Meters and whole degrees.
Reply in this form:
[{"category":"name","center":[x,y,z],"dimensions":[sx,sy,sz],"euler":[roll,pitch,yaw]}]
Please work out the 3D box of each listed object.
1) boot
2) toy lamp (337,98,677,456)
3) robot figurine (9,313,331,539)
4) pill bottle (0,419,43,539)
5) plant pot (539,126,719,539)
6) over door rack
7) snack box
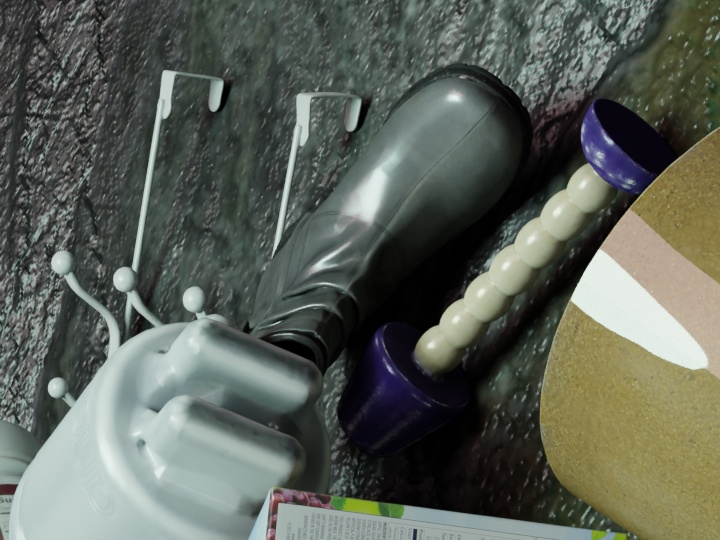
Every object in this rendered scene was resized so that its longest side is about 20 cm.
[{"category":"boot","center":[0.000,0.000,1.357],"dimensions":[0.200,0.070,0.132],"euler":[-49,6,43]},{"category":"toy lamp","center":[0.061,0.008,1.331],"dimensions":[0.200,0.058,0.058],"euler":[-50,40,24]},{"category":"robot figurine","center":[-0.086,0.099,1.284],"dimensions":[0.200,0.113,0.170],"euler":[-50,18,49]},{"category":"pill bottle","center":[-0.188,0.179,1.514],"dimensions":[0.114,0.114,0.200],"euler":[-49,40,24]},{"category":"plant pot","center":[0.198,0.063,1.048],"dimensions":[0.200,0.186,0.187],"euler":[41,105,39]},{"category":"over door rack","center":[-0.094,-0.013,1.532],"dimensions":[0.147,0.066,0.201],"euler":[14,84,53]},{"category":"snack box","center":[0.017,0.148,1.176],"dimensions":[0.200,0.141,0.053],"euler":[115,163,-66]}]
